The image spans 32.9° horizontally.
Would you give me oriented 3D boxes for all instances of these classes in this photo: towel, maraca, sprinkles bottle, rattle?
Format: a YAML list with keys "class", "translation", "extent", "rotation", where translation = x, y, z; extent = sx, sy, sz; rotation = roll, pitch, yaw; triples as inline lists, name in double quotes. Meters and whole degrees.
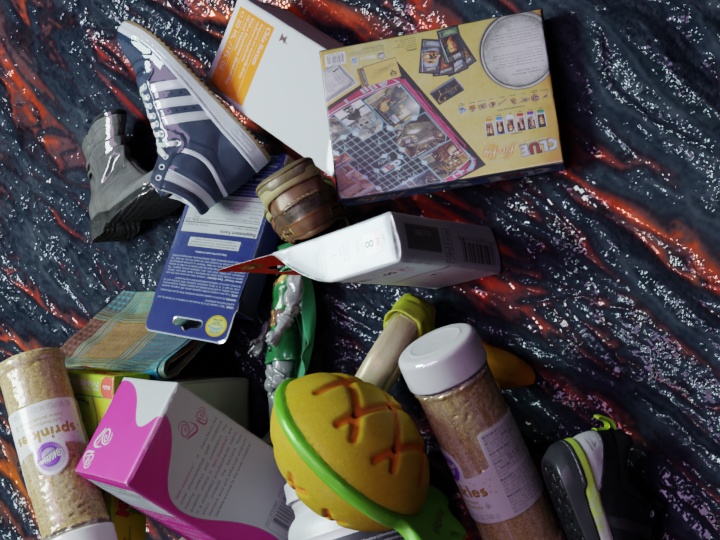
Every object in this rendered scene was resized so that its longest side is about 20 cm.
- class: "towel"
  translation: [-0.229, 0.065, 1.280]
  extent: [0.198, 0.147, 0.022]
  rotation: [-1, 123, 38]
- class: "maraca"
  translation: [0.008, 0.159, 0.978]
  extent: [0.200, 0.137, 0.107]
  rotation: [41, 109, -3]
- class: "sprinkles bottle"
  translation: [-0.283, 0.176, 1.134]
  extent: [0.068, 0.068, 0.202]
  rotation: [-30, 72, 33]
- class: "sprinkles bottle"
  translation: [0.101, 0.146, 0.997]
  extent: [0.068, 0.068, 0.202]
  rotation: [-15, 107, 36]
- class: "rattle"
  translation: [0.039, 0.133, 1.089]
  extent: [0.142, 0.130, 0.201]
  rotation: [30, 92, -8]

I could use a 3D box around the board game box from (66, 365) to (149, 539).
- class: "board game box"
  translation: [-0.258, 0.199, 1.187]
  extent: [0.101, 0.047, 0.203]
  rotation: [2, 91, 37]

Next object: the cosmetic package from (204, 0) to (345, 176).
- class: "cosmetic package"
  translation: [-0.053, -0.178, 1.184]
  extent: [0.199, 0.071, 0.102]
  rotation: [36, 110, 32]

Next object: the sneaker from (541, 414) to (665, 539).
- class: "sneaker"
  translation: [0.213, 0.214, 0.965]
  extent: [0.072, 0.082, 0.202]
  rotation: [-168, 57, -76]

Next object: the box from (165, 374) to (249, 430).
- class: "box"
  translation: [-0.228, 0.166, 1.274]
  extent: [0.198, 0.127, 0.111]
  rotation: [-2, 88, 37]

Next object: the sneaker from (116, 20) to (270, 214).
- class: "sneaker"
  translation: [-0.193, -0.146, 1.201]
  extent: [0.108, 0.070, 0.200]
  rotation: [-44, 89, -3]

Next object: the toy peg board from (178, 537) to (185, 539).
- class: "toy peg board"
  translation: [-0.224, 0.419, 1.285]
  extent: [0.200, 0.097, 0.201]
  rotation: [-41, 66, 29]

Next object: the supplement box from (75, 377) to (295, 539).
- class: "supplement box"
  translation: [-0.146, 0.193, 1.131]
  extent: [0.103, 0.200, 0.102]
  rotation: [0, 57, 49]

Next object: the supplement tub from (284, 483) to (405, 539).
- class: "supplement tub"
  translation: [0.016, 0.271, 1.073]
  extent: [0.139, 0.140, 0.202]
  rotation: [-25, 74, 34]

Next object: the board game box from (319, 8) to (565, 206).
- class: "board game box"
  translation: [0.070, -0.140, 1.058]
  extent: [0.197, 0.035, 0.137]
  rotation: [-8, 83, 11]

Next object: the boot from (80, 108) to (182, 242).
- class: "boot"
  translation: [-0.257, -0.116, 1.319]
  extent: [0.199, 0.069, 0.133]
  rotation: [-22, 75, 50]

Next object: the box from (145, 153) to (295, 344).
- class: "box"
  translation: [-0.140, -0.023, 1.234]
  extent: [0.120, 0.032, 0.202]
  rotation: [7, 72, 37]

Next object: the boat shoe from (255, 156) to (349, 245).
- class: "boat shoe"
  translation: [-0.046, -0.045, 1.108]
  extent: [0.072, 0.200, 0.068]
  rotation: [-31, 82, 1]

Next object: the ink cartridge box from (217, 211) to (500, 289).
- class: "ink cartridge box"
  translation: [0.000, 0.000, 1.079]
  extent: [0.199, 0.162, 0.058]
  rotation: [-21, 75, 34]

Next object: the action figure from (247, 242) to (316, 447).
- class: "action figure"
  translation: [-0.075, 0.072, 1.190]
  extent: [0.118, 0.054, 0.203]
  rotation: [150, 127, -67]
